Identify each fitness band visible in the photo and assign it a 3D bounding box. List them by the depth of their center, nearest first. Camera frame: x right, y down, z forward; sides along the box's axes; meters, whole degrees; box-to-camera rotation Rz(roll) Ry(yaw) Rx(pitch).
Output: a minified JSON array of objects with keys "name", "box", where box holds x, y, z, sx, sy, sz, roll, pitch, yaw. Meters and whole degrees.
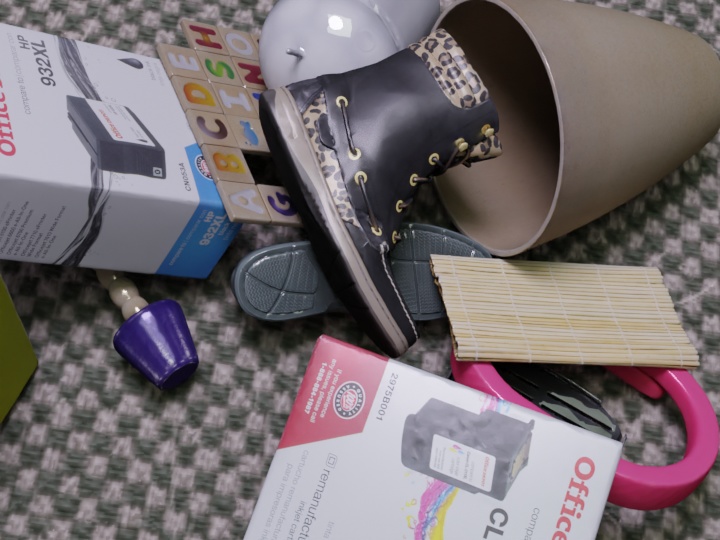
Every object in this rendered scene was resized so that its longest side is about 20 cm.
[{"name":"fitness band","box":[0.159,0.085,0.817,0.198,0.038,0.144,31,40,11]}]

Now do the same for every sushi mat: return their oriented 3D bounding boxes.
[{"name":"sushi mat","box":[0.148,0.029,0.837,0.197,0.012,0.096,3,45,-20]}]

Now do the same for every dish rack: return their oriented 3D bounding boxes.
[{"name":"dish rack","box":[0.097,0.149,0.806,0.152,0.055,0.201,29,66,6]}]

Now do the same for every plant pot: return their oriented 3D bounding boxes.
[{"name":"plant pot","box":[0.175,-0.122,0.880,0.198,0.188,0.189,-12,67,-25]}]

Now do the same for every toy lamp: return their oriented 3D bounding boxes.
[{"name":"toy lamp","box":[-0.184,-0.002,0.844,0.058,0.058,0.201,-32,74,-18]}]

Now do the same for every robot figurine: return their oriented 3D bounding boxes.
[{"name":"robot figurine","box":[-0.008,-0.183,0.892,0.112,0.171,0.201,-10,31,32]}]

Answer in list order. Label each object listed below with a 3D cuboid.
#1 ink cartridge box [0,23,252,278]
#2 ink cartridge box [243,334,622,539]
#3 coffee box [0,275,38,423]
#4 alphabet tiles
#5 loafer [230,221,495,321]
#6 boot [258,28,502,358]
[{"name":"ink cartridge box","box":[-0.193,-0.082,0.803,0.198,0.084,0.146,6,49,-38]},{"name":"ink cartridge box","box":[0.046,0.145,0.715,0.197,0.083,0.148,18,77,10]},{"name":"coffee box","box":[-0.347,0.064,0.720,0.196,0.200,0.202,26,66,6]},{"name":"alphabet tiles","box":[-0.064,-0.111,0.877,0.166,0.008,0.202,2,52,-42]},{"name":"loafer","box":[0.000,0.000,0.858,0.197,0.063,0.073,-2,95,-16]},{"name":"boot","box":[0.032,-0.058,0.801,0.149,0.073,0.202,-27,88,-14]}]
